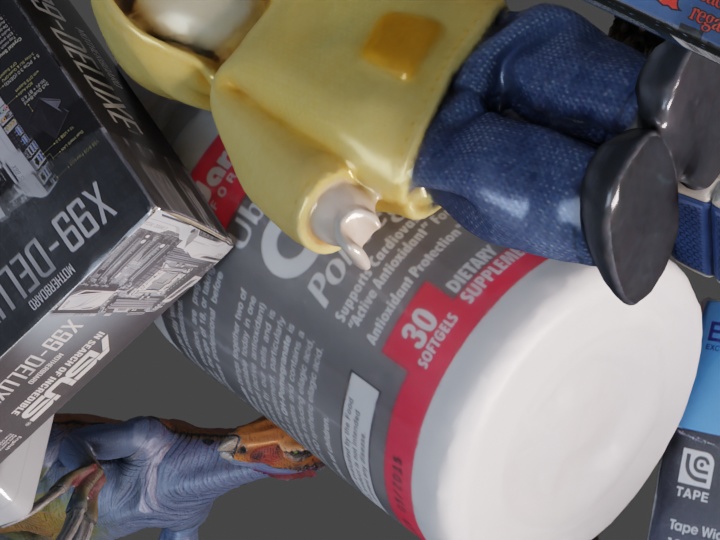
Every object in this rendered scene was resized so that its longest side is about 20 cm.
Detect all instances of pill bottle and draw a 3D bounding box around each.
[{"bbox_3d":[0.000,0.000,0.780,0.200,0.110,0.111,35,123,36],"label":"pill bottle"}]

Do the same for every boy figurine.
[{"bbox_3d":[0.008,-0.061,0.713,0.199,0.125,0.064,24,159,29],"label":"boy figurine"}]

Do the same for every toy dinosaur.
[{"bbox_3d":[-0.093,0.065,0.871,0.181,0.105,0.201,-28,55,10],"label":"toy dinosaur"}]

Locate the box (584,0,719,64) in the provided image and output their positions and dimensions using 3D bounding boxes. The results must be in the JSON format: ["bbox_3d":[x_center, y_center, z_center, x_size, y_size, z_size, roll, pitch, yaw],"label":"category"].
[{"bbox_3d":[0.049,-0.151,0.643,0.199,0.038,0.137,28,93,21],"label":"box"}]

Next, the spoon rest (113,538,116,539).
[{"bbox_3d":[-0.066,0.154,0.931,0.199,0.060,0.100,11,112,41],"label":"spoon rest"}]

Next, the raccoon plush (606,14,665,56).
[{"bbox_3d":[0.067,-0.141,0.723,0.134,0.097,0.200,41,123,21],"label":"raccoon plush"}]

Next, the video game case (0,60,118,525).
[{"bbox_3d":[-0.173,0.028,0.882,0.199,0.183,0.023,-19,136,34],"label":"video game case"}]

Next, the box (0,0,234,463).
[{"bbox_3d":[-0.157,-0.004,0.772,0.200,0.050,0.158,-43,62,10],"label":"box"}]

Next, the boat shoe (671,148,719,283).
[{"bbox_3d":[0.175,-0.011,0.699,0.199,0.073,0.072,26,163,15],"label":"boat shoe"}]

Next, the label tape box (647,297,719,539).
[{"bbox_3d":[0.158,0.121,0.766,0.143,0.066,0.201,11,89,27],"label":"label tape box"}]

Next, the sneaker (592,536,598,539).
[{"bbox_3d":[0.041,0.142,0.848,0.089,0.067,0.201,-9,105,29],"label":"sneaker"}]
